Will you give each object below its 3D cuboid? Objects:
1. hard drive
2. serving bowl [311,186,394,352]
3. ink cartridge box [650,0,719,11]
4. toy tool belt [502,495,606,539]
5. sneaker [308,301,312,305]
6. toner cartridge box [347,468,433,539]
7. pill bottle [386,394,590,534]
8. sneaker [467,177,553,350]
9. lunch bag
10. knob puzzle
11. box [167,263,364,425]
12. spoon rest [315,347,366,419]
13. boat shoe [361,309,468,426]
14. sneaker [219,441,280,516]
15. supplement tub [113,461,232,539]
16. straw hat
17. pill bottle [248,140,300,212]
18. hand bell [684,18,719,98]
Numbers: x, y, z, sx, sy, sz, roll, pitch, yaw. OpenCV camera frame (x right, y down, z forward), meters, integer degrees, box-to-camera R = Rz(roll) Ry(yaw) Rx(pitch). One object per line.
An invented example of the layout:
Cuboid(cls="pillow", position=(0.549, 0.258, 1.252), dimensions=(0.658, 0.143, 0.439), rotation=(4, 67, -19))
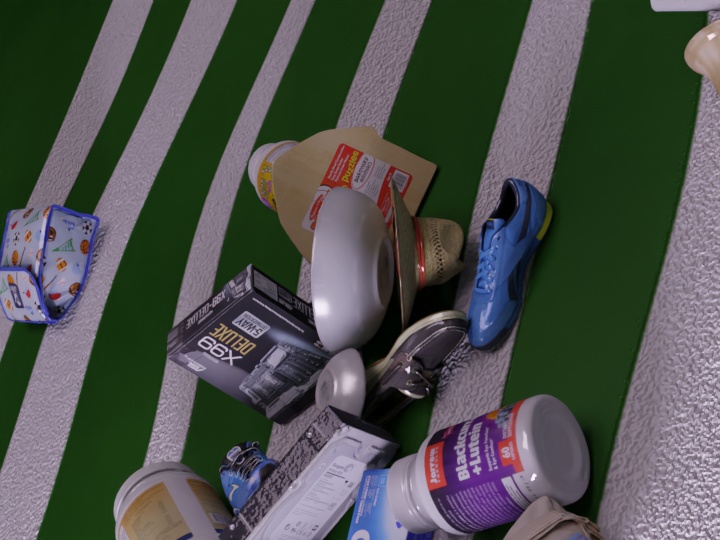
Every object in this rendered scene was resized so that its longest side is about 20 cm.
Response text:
Cuboid(cls="hard drive", position=(-0.055, 0.253, 1.504), dimensions=(0.200, 0.139, 0.038), rotation=(-51, 56, 6))
Cuboid(cls="serving bowl", position=(0.000, 0.000, 1.586), dimensions=(0.065, 0.201, 0.202), rotation=(1, 61, 15))
Cuboid(cls="ink cartridge box", position=(0.419, -0.329, 1.367), dimensions=(0.144, 0.084, 0.199), rotation=(-26, 23, -29))
Cuboid(cls="toy tool belt", position=(0.165, 0.316, 1.212), dimensions=(0.122, 0.125, 0.200), rotation=(21, 63, 46))
Cuboid(cls="sneaker", position=(-0.090, 0.066, 1.744), dimensions=(0.199, 0.070, 0.091), rotation=(-35, 45, 31))
Cuboid(cls="toner cartridge box", position=(0.026, 0.321, 1.446), dimensions=(0.094, 0.043, 0.202), rotation=(-11, 56, 44))
Cuboid(cls="pill bottle", position=(0.126, 0.208, 1.351), dimensions=(0.199, 0.111, 0.112), rotation=(-26, 47, 36))
Cuboid(cls="sneaker", position=(0.154, -0.011, 1.509), dimensions=(0.066, 0.078, 0.202), rotation=(8, 72, 49))
Cuboid(cls="lunch bag", position=(-0.565, -0.007, 2.318), dimensions=(0.169, 0.123, 0.203), rotation=(0, 78, 49))
Cuboid(cls="knob puzzle", position=(-0.025, -0.097, 1.725), dimensions=(0.030, 0.218, 0.221), rotation=(87, -151, -80))
Cuboid(cls="box", position=(-0.118, 0.097, 1.645), dimensions=(0.157, 0.199, 0.050), rotation=(-37, 37, 25))
Cuboid(cls="spoon rest", position=(-0.035, 0.180, 1.574), dimensions=(0.201, 0.060, 0.100), rotation=(-62, 31, 31))
Cuboid(cls="boat shoe", position=(0.060, 0.121, 1.531), dimensions=(0.201, 0.071, 0.067), rotation=(-42, 48, 35))
Cuboid(cls="sneaker", position=(-0.134, 0.252, 1.570), dimensions=(0.078, 0.090, 0.200), rotation=(-32, -7, -22))
Cuboid(cls="supplement tub", position=(-0.223, 0.342, 1.635), dimensions=(0.145, 0.144, 0.200), rotation=(-53, 36, 6))
Cuboid(cls="straw hat", position=(0.083, -0.024, 1.583), dimensions=(0.084, 0.202, 0.203), rotation=(-4, 51, 0))
Cuboid(cls="pill bottle", position=(-0.084, -0.122, 1.845), dimensions=(0.105, 0.104, 0.200), rotation=(-58, 35, -1))
Cuboid(cls="hand bell", position=(0.402, -0.149, 1.331), dimensions=(0.104, 0.104, 0.202), rotation=(-27, 57, 35))
